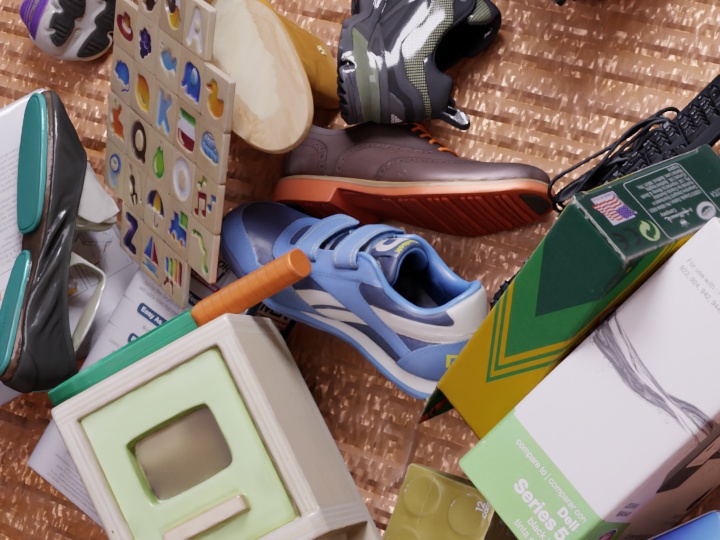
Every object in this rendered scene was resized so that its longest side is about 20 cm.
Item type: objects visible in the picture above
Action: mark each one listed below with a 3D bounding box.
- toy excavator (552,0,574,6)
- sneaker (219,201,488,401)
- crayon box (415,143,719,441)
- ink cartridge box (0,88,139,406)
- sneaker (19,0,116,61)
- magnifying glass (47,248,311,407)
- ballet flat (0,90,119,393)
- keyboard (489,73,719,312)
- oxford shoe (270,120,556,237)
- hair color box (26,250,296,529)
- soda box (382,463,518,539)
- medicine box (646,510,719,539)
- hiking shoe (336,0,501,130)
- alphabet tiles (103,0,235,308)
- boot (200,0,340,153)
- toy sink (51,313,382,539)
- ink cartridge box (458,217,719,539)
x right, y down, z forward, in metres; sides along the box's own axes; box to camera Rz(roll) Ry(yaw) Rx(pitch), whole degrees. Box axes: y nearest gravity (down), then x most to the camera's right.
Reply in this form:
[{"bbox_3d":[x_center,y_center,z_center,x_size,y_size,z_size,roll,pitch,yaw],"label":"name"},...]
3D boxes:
[{"bbox_3d":[0.100,-0.274,1.377,0.100,0.194,0.200,-44,88,14],"label":"toy excavator"},{"bbox_3d":[0.000,0.000,1.366,0.199,0.074,0.083,29,134,19],"label":"sneaker"},{"bbox_3d":[0.126,0.025,1.239,0.051,0.127,0.200,51,135,19],"label":"crayon box"},{"bbox_3d":[-0.260,-0.001,1.493,0.199,0.045,0.177,-30,94,-18],"label":"ink cartridge box"},{"bbox_3d":[-0.188,-0.251,1.570,0.083,0.081,0.201,36,95,43],"label":"sneaker"},{"bbox_3d":[-0.115,0.039,1.372,0.199,0.080,0.022,-31,92,25],"label":"magnifying glass"},{"bbox_3d":[-0.202,-0.017,1.459,0.068,0.068,0.201,1,82,64],"label":"ballet flat"},{"bbox_3d":[0.141,-0.046,1.302,0.040,0.104,0.200,43,104,-9],"label":"keyboard"},{"bbox_3d":[0.035,-0.066,1.392,0.199,0.071,0.073,3,69,29],"label":"oxford shoe"},{"bbox_3d":[-0.128,0.073,1.456,0.100,0.060,0.201,34,96,33],"label":"hair color box"},{"bbox_3d":[0.036,0.222,1.317,0.067,0.064,0.201,19,87,32],"label":"soda box"},{"bbox_3d":[0.172,0.262,1.202,0.182,0.103,0.201,-29,65,22],"label":"medicine box"},{"bbox_3d":[0.043,-0.178,1.422,0.100,0.076,0.201,9,67,1],"label":"hiking shoe"},{"bbox_3d":[-0.124,-0.087,1.394,0.166,0.006,0.201,40,129,51],"label":"alphabet tiles"},{"bbox_3d":[-0.050,-0.129,1.411,0.071,0.144,0.201,-47,53,14],"label":"boot"},{"bbox_3d":[-0.080,0.145,1.338,0.130,0.112,0.201,-27,81,11],"label":"toy sink"},{"bbox_3d":[0.172,0.074,1.220,0.200,0.145,0.084,-45,68,14],"label":"ink cartridge box"}]
